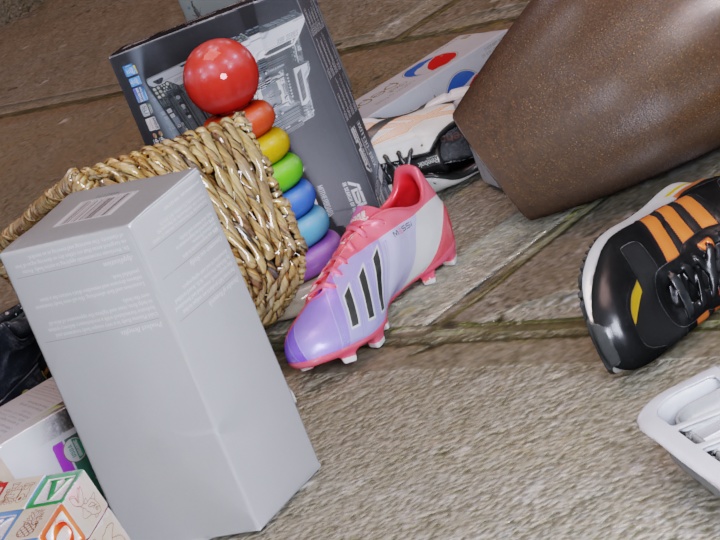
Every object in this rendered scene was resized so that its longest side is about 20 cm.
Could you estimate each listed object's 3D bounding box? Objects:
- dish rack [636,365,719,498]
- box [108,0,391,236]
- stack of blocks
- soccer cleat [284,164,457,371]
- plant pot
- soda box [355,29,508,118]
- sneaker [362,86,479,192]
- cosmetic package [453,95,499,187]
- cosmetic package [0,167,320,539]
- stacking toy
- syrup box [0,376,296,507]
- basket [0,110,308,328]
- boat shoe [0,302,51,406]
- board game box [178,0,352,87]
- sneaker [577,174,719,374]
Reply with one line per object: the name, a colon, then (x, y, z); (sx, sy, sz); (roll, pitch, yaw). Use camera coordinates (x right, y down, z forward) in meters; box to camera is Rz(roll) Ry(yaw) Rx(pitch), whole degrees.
dish rack: (0.245, 0.063, 1.190); (0.199, 0.044, 0.172); (-26, 15, -7)
box: (-0.079, -0.101, 1.893); (0.157, 0.201, 0.050); (-18, 12, 17)
stack of blocks: (-0.234, 0.168, 1.458); (0.199, 0.059, 0.115); (-12, 32, 34)
soccer cleat: (0.000, 0.000, 1.679); (0.066, 0.077, 0.200); (-11, 20, 37)
plant pot: (0.168, -0.132, 1.728); (0.199, 0.187, 0.187); (-37, 14, 8)
soda box: (0.047, -0.127, 2.050); (0.200, 0.064, 0.068); (-35, 19, -32)
sneaker: (0.025, -0.086, 1.934); (0.199, 0.074, 0.080); (-24, 18, 1)
cosmetic package: (0.181, -0.132, 1.862); (0.199, 0.072, 0.101); (-26, 16, -12)
cosmetic package: (-0.114, 0.054, 1.446); (0.106, 0.201, 0.090); (-9, 22, 33)
stacking toy: (-0.075, -0.069, 1.777); (0.085, 0.201, 0.085); (-20, 14, 5)
syrup box: (-0.150, 0.095, 1.580); (0.199, 0.079, 0.081); (-31, 18, -24)
basket: (-0.146, 0.001, 1.722); (0.148, 0.144, 0.200); (-22, -5, -32)
boat shoe: (-0.271, 0.099, 1.716); (0.070, 0.091, 0.200); (-11, 20, 38)
board game box: (-0.095, -0.228, 2.326); (0.064, 0.201, 0.148); (-14, 17, 30)
sneaker: (0.196, -0.009, 1.440); (0.090, 0.070, 0.200); (-16, 15, 34)
